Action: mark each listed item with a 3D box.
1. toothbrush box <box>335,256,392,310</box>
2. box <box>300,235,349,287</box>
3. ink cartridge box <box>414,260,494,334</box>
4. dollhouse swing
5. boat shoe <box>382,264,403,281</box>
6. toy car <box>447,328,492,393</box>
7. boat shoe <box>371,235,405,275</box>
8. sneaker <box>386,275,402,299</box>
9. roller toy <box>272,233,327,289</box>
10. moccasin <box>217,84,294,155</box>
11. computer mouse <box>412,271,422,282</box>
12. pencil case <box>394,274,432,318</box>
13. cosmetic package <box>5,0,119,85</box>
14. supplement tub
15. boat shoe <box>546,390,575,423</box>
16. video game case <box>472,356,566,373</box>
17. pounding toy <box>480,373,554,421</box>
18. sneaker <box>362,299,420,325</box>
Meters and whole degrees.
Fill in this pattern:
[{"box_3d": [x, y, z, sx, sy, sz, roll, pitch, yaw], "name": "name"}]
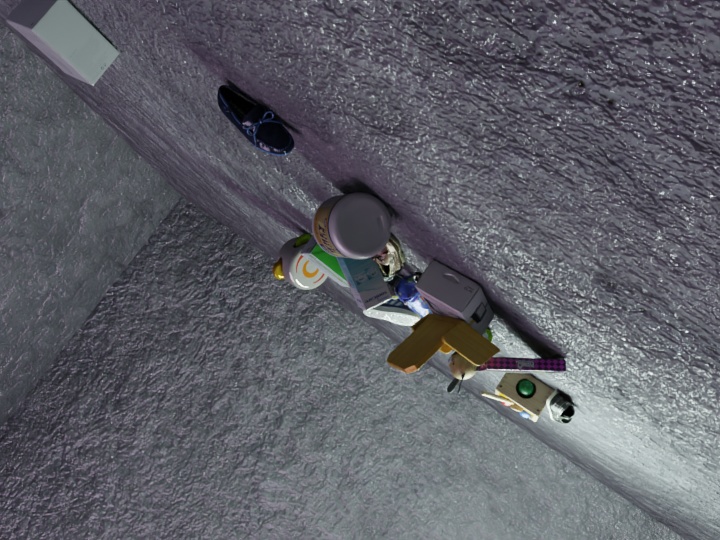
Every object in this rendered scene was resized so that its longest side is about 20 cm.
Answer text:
[{"box_3d": [0.000, 0.000, 1.748, 0.201, 0.085, 0.146, 65, 172, -6], "name": "toothbrush box"}, {"box_3d": [-0.089, -0.033, 2.169, 0.200, 0.097, 0.176, 38, 171, -13], "name": "box"}, {"box_3d": [0.235, 0.076, 1.560, 0.147, 0.086, 0.200, 30, 171, 32], "name": "ink cartridge box"}, {"box_3d": [0.199, 0.212, 1.568, 0.181, 0.176, 0.200, 37, 170, -16], "name": "dollhouse swing"}, {"box_3d": [0.068, 0.005, 1.841, 0.075, 0.061, 0.200, 30, 165, -7], "name": "boat shoe"}, {"box_3d": [0.286, 0.260, 1.855, 0.157, 0.201, 0.164, 14, 170, -6], "name": "toy car"}, {"box_3d": [0.063, -0.045, 1.624, 0.072, 0.068, 0.200, 30, 169, 32], "name": "boat shoe"}, {"box_3d": [0.080, 0.031, 1.954, 0.081, 0.074, 0.200, 44, 167, -29], "name": "sneaker"}, {"box_3d": [-0.217, -0.028, 2.376, 0.182, 0.201, 0.140, 35, 174, -38], "name": "roller toy"}, {"box_3d": [-0.227, -0.310, 1.316, 0.200, 0.081, 0.068, 34, 166, 9], "name": "moccasin"}, {"box_3d": [0.204, 0.063, 1.780, 0.058, 0.034, 0.200, -6, 138, 33], "name": "computer mouse"}, {"box_3d": [0.177, 0.091, 1.853, 0.078, 0.087, 0.200, 7, 155, 38], "name": "pencil case"}, {"box_3d": [-0.785, -0.619, 1.669, 0.199, 0.123, 0.200, 29, 170, 39], "name": "cosmetic package"}, {"box_3d": [-0.027, -0.101, 1.437, 0.144, 0.145, 0.200, 38, 170, -17], "name": "supplement tub"}, {"box_3d": [0.639, 0.446, 1.989, 0.068, 0.072, 0.200, 34, 170, 39], "name": "boat shoe"}, {"box_3d": [0.404, 0.245, 1.635, 0.199, 0.036, 0.181, 2, 170, 0], "name": "video game case"}, {"box_3d": [0.505, 0.402, 2.040, 0.184, 0.142, 0.200, 32, 171, 20], "name": "pounding toy"}, {"box_3d": [0.107, 0.090, 2.073, 0.199, 0.147, 0.081, 12, 147, -4], "name": "sneaker"}]
